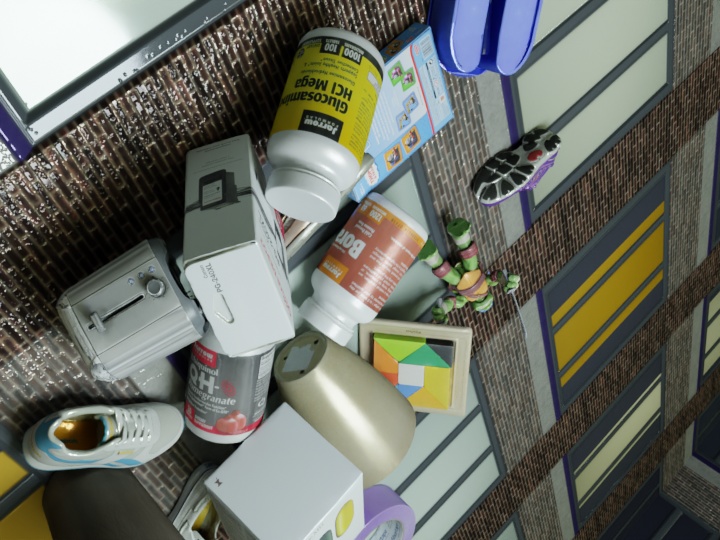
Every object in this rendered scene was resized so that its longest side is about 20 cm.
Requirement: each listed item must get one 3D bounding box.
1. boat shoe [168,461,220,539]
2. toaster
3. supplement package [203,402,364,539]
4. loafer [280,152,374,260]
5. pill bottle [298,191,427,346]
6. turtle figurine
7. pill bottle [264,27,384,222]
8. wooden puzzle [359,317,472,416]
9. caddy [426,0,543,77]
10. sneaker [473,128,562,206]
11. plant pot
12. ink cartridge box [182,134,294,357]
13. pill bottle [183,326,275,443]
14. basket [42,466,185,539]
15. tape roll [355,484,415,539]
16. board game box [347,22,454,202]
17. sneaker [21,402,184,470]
[{"bbox_3d":[-0.239,0.392,1.080,0.074,0.086,0.205,22,98,-48],"label":"boat shoe"},{"bbox_3d":[-0.244,0.047,0.807,0.127,0.115,0.200,-29,178,-11],"label":"toaster"},{"bbox_3d":[-0.096,0.322,1.003,0.151,0.150,0.202,-42,152,-26],"label":"supplement package"},{"bbox_3d":[-0.066,-0.092,0.963,0.200,0.063,0.072,-46,-179,16],"label":"loafer"},{"bbox_3d":[0.000,0.000,1.049,0.202,0.112,0.112,-55,139,-2],"label":"pill bottle"},{"bbox_3d":[0.181,0.029,1.201,0.195,0.142,0.202,52,42,-32],"label":"turtle figurine"},{"bbox_3d":[-0.044,-0.165,0.849,0.112,0.110,0.204,37,61,-49],"label":"pill bottle"},{"bbox_3d":[0.086,0.165,1.204,0.038,0.180,0.204,-73,165,-53],"label":"wooden puzzle"},{"bbox_3d":[0.165,-0.360,0.995,0.138,0.105,0.204,-1,118,-17],"label":"caddy"},{"bbox_3d":[0.273,-0.158,1.245,0.198,0.080,0.085,-34,140,-25],"label":"sneaker"},{"bbox_3d":[-0.041,0.194,1.100,0.187,0.186,0.201,-43,124,-14],"label":"plant pot"},{"bbox_3d":[-0.136,-0.030,0.824,0.081,0.202,0.147,-15,133,2],"label":"ink cartridge box"},{"bbox_3d":[-0.168,0.111,0.957,0.109,0.110,0.204,-9,120,-40],"label":"pill bottle"},{"bbox_3d":[-0.299,0.326,0.895,0.137,0.199,0.180,-49,138,-6],"label":"basket"},{"bbox_3d":[0.015,0.521,1.425,0.197,0.065,0.204,-23,128,-32],"label":"tape roll"},{"bbox_3d":[0.036,-0.215,1.007,0.200,0.036,0.153,-43,137,-17],"label":"board game box"},{"bbox_3d":[-0.297,0.199,0.892,0.197,0.078,0.080,-1,160,-45],"label":"sneaker"}]
